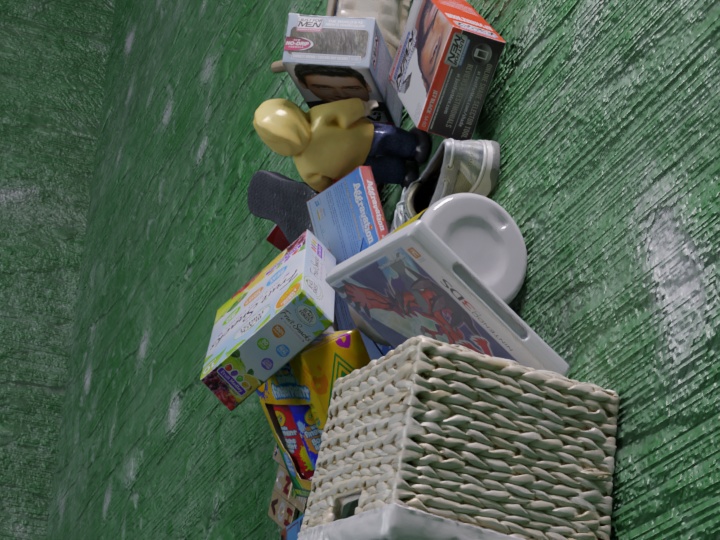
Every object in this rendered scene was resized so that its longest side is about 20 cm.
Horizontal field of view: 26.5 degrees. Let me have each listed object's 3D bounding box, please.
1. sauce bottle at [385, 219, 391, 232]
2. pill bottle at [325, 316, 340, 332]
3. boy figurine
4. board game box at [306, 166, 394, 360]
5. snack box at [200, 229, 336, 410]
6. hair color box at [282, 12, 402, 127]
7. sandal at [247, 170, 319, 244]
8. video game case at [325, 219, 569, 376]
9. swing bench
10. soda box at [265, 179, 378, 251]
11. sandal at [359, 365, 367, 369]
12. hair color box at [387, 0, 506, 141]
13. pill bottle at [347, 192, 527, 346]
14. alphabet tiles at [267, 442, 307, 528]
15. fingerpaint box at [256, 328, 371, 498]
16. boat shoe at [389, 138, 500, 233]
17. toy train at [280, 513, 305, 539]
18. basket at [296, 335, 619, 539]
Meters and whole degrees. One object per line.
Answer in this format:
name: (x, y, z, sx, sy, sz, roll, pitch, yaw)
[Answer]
sauce bottle: (-0.021, -0.018, 1.794, 0.200, 0.065, 0.067, 141, 138, -62)
pill bottle: (-0.058, 0.066, 1.785, 0.200, 0.105, 0.107, 142, 137, -60)
boy figurine: (-0.028, -0.137, 1.688, 0.065, 0.198, 0.125, -107, 32, -54)
board game box: (0.000, 0.000, 1.656, 0.103, 0.019, 0.202, -29, 71, 47)
snack box: (-0.092, 0.047, 1.588, 0.142, 0.053, 0.200, -42, 14, 13)
hair color box: (-0.016, -0.218, 1.717, 0.200, 0.098, 0.061, 56, -139, -70)
sandal: (-0.070, -0.073, 1.793, 0.200, 0.042, 0.077, 39, 117, 53)
video game case: (0.071, 0.046, 1.350, 0.023, 0.182, 0.200, -49, 9, -23)
swing bench: (-0.004, -0.339, 1.861, 0.199, 0.128, 0.201, -14, 64, 63)
soda box: (-0.043, -0.082, 1.863, 0.064, 0.070, 0.200, -56, 6, -35)
sandal: (0.044, 0.143, 1.430, 0.199, 0.054, 0.081, 35, 101, 45)
hair color box: (0.086, -0.218, 1.596, 0.200, 0.063, 0.112, -113, 40, -67)
pill bottle: (0.066, 0.007, 1.462, 0.200, 0.113, 0.116, 147, 133, -64)
alphabet tiles: (-0.078, 0.217, 1.897, 0.167, 0.007, 0.202, -166, 89, -71)
fingerpaint box: (-0.038, 0.154, 1.607, 0.200, 0.073, 0.169, -10, 102, 68)
boat shoe: (0.074, -0.079, 1.565, 0.202, 0.064, 0.075, 139, 139, -59)
toy train: (-0.053, 0.362, 1.627, 0.114, 0.086, 0.202, -45, 36, 47)
basket: (0.075, 0.166, 1.214, 0.198, 0.198, 0.163, 147, 135, -63)
